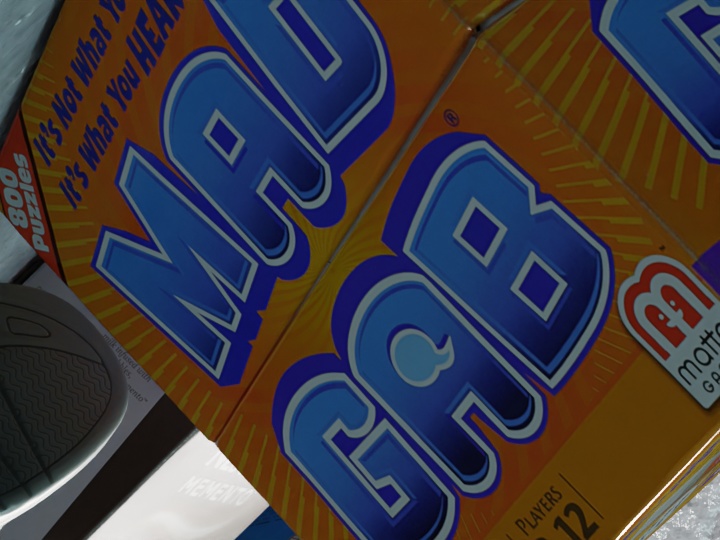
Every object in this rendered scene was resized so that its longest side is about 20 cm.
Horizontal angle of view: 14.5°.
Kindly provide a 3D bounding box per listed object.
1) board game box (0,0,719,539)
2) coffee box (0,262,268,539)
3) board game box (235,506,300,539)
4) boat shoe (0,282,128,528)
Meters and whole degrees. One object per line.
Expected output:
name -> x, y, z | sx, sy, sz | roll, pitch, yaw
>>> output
board game box -> 0.057, -0.049, 0.759 | 0.200, 0.200, 0.200 | -36, 168, -36
coffee box -> -0.118, 0.090, 0.947 | 0.200, 0.080, 0.114 | -45, 161, 8
board game box -> -0.055, 0.193, 1.146 | 0.199, 0.196, 0.056 | -13, -154, 4
boat shoe -> -0.154, 0.065, 0.786 | 0.202, 0.075, 0.065 | -32, 171, -35
